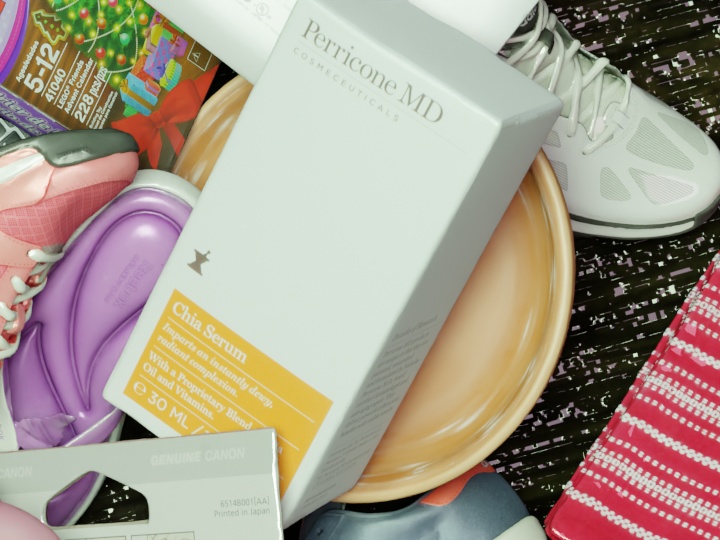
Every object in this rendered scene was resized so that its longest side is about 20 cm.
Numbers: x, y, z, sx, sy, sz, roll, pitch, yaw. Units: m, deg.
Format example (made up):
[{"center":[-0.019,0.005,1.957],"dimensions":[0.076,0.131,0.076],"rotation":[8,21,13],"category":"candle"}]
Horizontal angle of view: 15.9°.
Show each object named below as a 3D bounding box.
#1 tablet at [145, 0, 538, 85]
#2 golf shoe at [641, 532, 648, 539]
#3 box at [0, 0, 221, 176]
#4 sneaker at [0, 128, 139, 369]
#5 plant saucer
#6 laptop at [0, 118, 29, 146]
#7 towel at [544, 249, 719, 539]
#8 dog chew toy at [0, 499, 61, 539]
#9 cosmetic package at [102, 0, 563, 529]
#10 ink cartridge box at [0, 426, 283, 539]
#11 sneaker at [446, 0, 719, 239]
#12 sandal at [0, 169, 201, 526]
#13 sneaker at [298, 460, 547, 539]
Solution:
[{"center":[-0.027,-0.145,1.074],"dimensions":[0.200,0.014,0.130],"rotation":[37,101,-6],"category":"tablet"},{"center":[0.161,0.137,1.149],"dimensions":[0.200,0.078,0.097],"rotation":[-27,81,-6],"category":"golf shoe"},{"center":[-0.108,-0.151,1.128],"dimensions":[0.137,0.039,0.200],"rotation":[33,69,-29],"category":"box"},{"center":[-0.164,0.015,1.081],"dimensions":[0.200,0.074,0.087],"rotation":[-33,83,11],"category":"sneaker"},{"center":[0.000,0.000,1.126],"dimensions":[0.200,0.037,0.201],"rotation":[0,91,21],"category":"plant saucer"},{"center":[-0.211,-0.042,1.121],"dimensions":[0.187,0.116,0.200],"rotation":[-39,83,-5],"category":"laptop"},{"center":[0.188,0.069,1.139],"dimensions":[0.144,0.022,0.200],"rotation":[27,72,22],"category":"towel"},{"center":[-0.157,0.149,1.037],"dimensions":[0.124,0.125,0.200],"rotation":[-32,45,-6],"category":"dog chew toy"},{"center":[-0.013,-0.007,1.054],"dimensions":[0.101,0.071,0.200],"rotation":[34,113,16],"category":"cosmetic package"},{"center":[-0.097,0.161,1.089],"dimensions":[0.200,0.045,0.177],"rotation":[-7,82,35],"category":"ink cartridge box"},{"center":[0.077,-0.083,1.136],"dimensions":[0.200,0.115,0.076],"rotation":[23,67,-1],"category":"sneaker"},{"center":[-0.132,0.045,1.117],"dimensions":[0.082,0.050,0.203],"rotation":[26,108,-7],"category":"sandal"},{"center":[-0.019,0.145,1.143],"dimensions":[0.200,0.075,0.085],"rotation":[-33,79,-10],"category":"sneaker"}]
